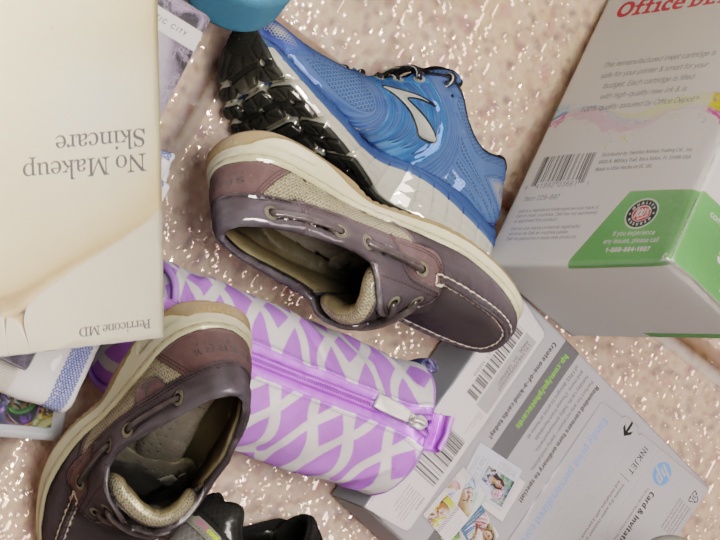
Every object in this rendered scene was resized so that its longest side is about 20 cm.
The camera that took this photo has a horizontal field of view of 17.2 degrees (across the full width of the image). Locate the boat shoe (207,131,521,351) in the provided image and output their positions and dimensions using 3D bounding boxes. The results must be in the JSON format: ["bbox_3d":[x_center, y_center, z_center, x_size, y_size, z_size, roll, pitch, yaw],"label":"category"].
[{"bbox_3d":[0.000,0.000,1.249,0.200,0.072,0.065,32,50,-29],"label":"boat shoe"}]

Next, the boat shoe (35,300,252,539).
[{"bbox_3d":[-0.109,0.102,1.192,0.072,0.065,0.200,17,127,-26],"label":"boat shoe"}]

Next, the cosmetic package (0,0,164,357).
[{"bbox_3d":[-0.152,-0.066,1.113,0.103,0.073,0.201,-8,104,-26],"label":"cosmetic package"}]

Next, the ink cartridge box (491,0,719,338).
[{"bbox_3d":[0.180,-0.066,1.331,0.087,0.145,0.200,38,66,-32],"label":"ink cartridge box"}]

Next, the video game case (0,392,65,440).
[{"bbox_3d":[-0.228,-0.012,1.181,0.200,0.023,0.182,7,93,-33],"label":"video game case"}]

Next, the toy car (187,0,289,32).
[{"bbox_3d":[-0.060,-0.261,1.180,0.177,0.184,0.200,21,55,-19],"label":"toy car"}]

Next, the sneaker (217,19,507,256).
[{"bbox_3d":[0.005,-0.081,1.293,0.200,0.078,0.089,37,64,-34],"label":"sneaker"}]

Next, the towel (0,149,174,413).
[{"bbox_3d":[-0.199,-0.026,1.170,0.200,0.024,0.147,24,87,-31],"label":"towel"}]

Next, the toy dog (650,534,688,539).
[{"bbox_3d":[0.205,0.214,1.398,0.132,0.096,0.200,-62,162,11],"label":"toy dog"}]

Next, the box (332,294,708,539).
[{"bbox_3d":[0.098,0.130,1.394,0.200,0.041,0.156,43,75,-28],"label":"box"}]

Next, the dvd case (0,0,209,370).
[{"bbox_3d":[-0.178,-0.071,1.151,0.149,0.016,0.200,30,84,-30],"label":"dvd case"}]

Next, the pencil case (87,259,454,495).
[{"bbox_3d":[-0.048,0.060,1.266,0.200,0.085,0.084,22,84,-32],"label":"pencil case"}]

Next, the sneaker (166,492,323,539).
[{"bbox_3d":[-0.030,0.183,1.303,0.200,0.074,0.088,29,88,-27],"label":"sneaker"}]
